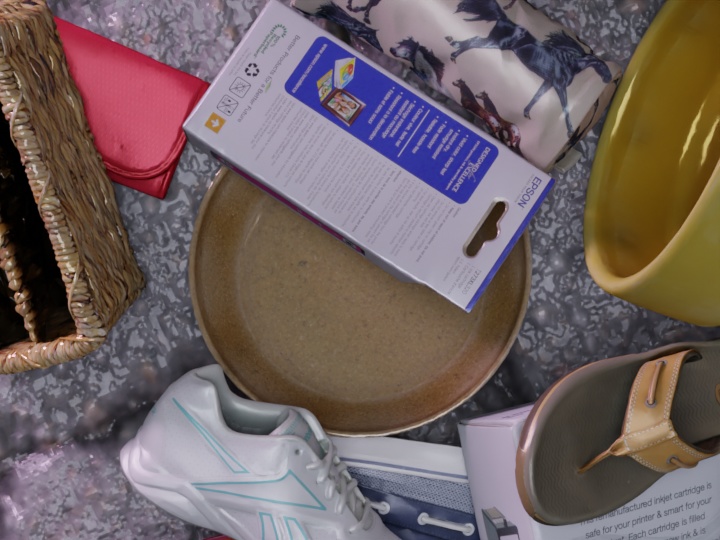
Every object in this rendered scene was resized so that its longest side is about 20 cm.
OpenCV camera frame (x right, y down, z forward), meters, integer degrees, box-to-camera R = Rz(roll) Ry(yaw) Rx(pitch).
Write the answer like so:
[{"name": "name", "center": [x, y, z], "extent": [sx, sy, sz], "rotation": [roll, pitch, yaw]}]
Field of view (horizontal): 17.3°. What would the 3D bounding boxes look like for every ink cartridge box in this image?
[{"name": "ink cartridge box", "center": [0.005, -0.064, 1.355], "extent": [0.199, 0.037, 0.095], "rotation": [33, 80, 11]}, {"name": "ink cartridge box", "center": [0.152, 0.165, 1.353], "extent": [0.145, 0.084, 0.201], "rotation": [-12, 92, -21]}]

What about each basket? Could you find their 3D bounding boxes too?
[{"name": "basket", "center": [-0.224, -0.042, 1.334], "extent": [0.142, 0.149, 0.201], "rotation": [-17, 100, 8]}]

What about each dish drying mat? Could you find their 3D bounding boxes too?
[{"name": "dish drying mat", "center": [-0.194, -0.115, 1.404], "extent": [0.199, 0.018, 0.077], "rotation": [23, 93, 1]}]

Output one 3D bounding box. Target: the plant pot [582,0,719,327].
[{"name": "plant pot", "center": [0.251, -0.052, 1.315], "extent": [0.188, 0.201, 0.202], "rotation": [19, 94, -15]}]

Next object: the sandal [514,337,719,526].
[{"name": "sandal", "center": [0.173, 0.080, 1.290], "extent": [0.199, 0.054, 0.081], "rotation": [-17, 94, -21]}]

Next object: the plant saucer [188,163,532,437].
[{"name": "plant saucer", "center": [0.000, 0.000, 1.378], "extent": [0.199, 0.035, 0.202], "rotation": [0, 78, 1]}]

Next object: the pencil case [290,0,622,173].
[{"name": "pencil case", "center": [0.056, -0.134, 1.366], "extent": [0.199, 0.089, 0.078], "rotation": [35, 65, 0]}]

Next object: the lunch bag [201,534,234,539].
[{"name": "lunch bag", "center": [-0.069, 0.254, 1.374], "extent": [0.175, 0.082, 0.201], "rotation": [-17, 99, 13]}]

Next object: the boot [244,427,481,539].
[{"name": "boot", "center": [-0.020, 0.137, 1.383], "extent": [0.199, 0.073, 0.091], "rotation": [8, 88, 1]}]

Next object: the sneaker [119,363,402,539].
[{"name": "sneaker", "center": [-0.034, 0.127, 1.319], "extent": [0.200, 0.070, 0.080], "rotation": [31, 108, -3]}]
